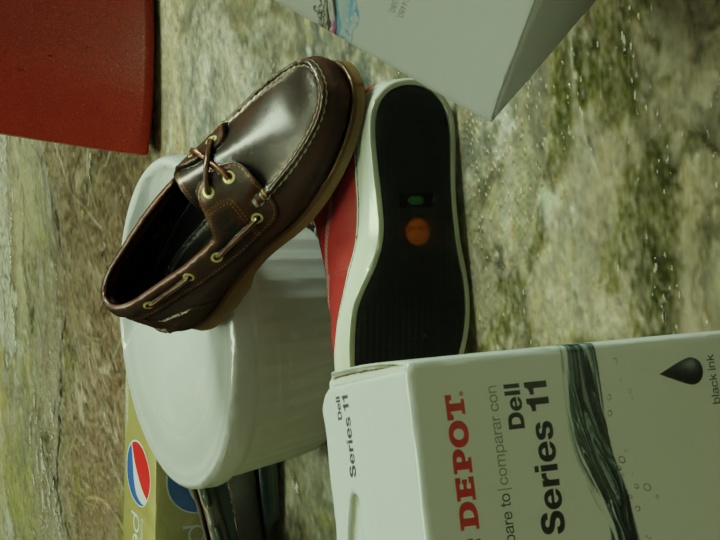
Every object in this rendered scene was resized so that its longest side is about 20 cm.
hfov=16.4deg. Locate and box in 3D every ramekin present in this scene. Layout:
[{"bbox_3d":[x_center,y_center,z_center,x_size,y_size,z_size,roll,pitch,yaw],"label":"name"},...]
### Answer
[{"bbox_3d":[-0.073,0.028,1.530,0.202,0.094,0.204,175,90,-65],"label":"ramekin"}]

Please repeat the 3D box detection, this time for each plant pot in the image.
[{"bbox_3d":[-0.254,-0.206,1.789,0.200,0.199,0.177,38,117,58],"label":"plant pot"}]

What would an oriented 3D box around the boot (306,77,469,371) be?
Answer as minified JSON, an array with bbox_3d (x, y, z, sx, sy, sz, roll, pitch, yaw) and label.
[{"bbox_3d":[0.000,0.000,1.399,0.144,0.072,0.202,170,103,-66],"label":"boot"}]

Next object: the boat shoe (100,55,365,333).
[{"bbox_3d":[-0.072,-0.039,1.371,0.200,0.070,0.071,-54,44,29],"label":"boat shoe"}]

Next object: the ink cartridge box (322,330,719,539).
[{"bbox_3d":[0.095,0.103,1.047,0.083,0.199,0.148,163,101,-65],"label":"ink cartridge box"}]

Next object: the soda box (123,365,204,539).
[{"bbox_3d":[-0.120,0.163,1.688,0.064,0.067,0.201,-151,60,-60],"label":"soda box"}]

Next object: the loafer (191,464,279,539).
[{"bbox_3d":[-0.087,0.197,1.627,0.072,0.063,0.202,-179,85,-65],"label":"loafer"}]

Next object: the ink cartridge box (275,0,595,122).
[{"bbox_3d":[0.025,-0.198,1.106,0.199,0.147,0.146,31,134,11],"label":"ink cartridge box"}]
